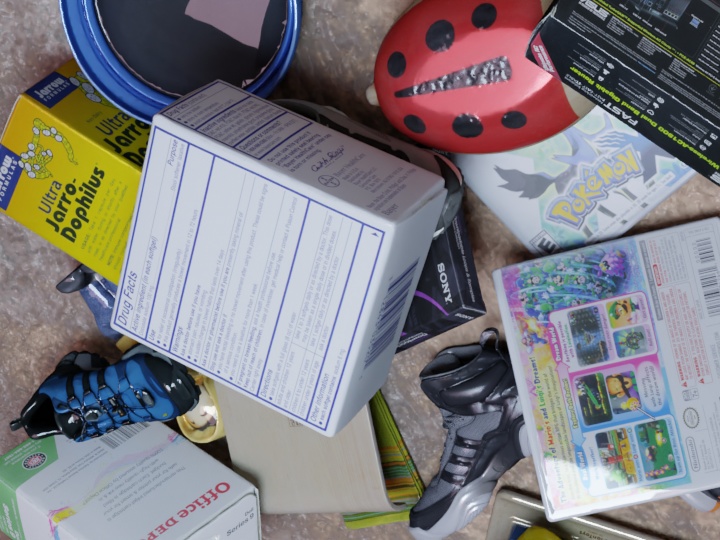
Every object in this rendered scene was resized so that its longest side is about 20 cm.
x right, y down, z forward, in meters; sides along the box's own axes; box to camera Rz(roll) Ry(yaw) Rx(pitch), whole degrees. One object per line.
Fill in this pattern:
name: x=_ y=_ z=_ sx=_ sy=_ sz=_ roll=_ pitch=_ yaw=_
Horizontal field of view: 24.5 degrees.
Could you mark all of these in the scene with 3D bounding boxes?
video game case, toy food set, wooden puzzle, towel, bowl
video game case: x=0.164 y=-0.114 z=1.268 sx=0.182 sy=0.022 sz=0.200 roll=46 pitch=121 yaw=-5
toy food set: x=-0.044 y=0.117 z=1.424 sx=0.143 sy=0.060 sz=0.202 roll=-5 pitch=104 yaw=27
wooden puzzle: x=0.186 y=0.302 z=1.447 sx=0.184 sy=0.046 sz=0.201 roll=16 pitch=119 yaw=11
towel: x=-0.013 y=0.137 z=1.454 sx=0.086 sy=0.018 sz=0.201 roll=-16 pitch=108 yaw=24
bowl: x=-0.140 y=-0.211 z=1.311 sx=0.199 sy=0.039 sz=0.202 roll=5 pitch=112 yaw=13
video game case: x=0.210 y=0.076 z=1.275 sx=0.181 sy=0.024 sz=0.202 roll=-13 pitch=86 yaw=10

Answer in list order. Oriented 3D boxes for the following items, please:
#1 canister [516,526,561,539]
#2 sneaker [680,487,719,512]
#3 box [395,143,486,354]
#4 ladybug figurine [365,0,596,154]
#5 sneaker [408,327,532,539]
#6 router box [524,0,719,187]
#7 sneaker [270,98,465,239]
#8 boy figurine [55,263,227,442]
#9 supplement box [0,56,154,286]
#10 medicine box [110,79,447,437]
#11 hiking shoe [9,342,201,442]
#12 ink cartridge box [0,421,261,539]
canister: x=0.131 y=0.331 z=1.407 sx=0.148 sy=0.087 sz=0.200 roll=41 pitch=116 yaw=1
sneaker: x=0.245 y=0.089 z=1.317 sx=0.200 sy=0.078 sz=0.112 roll=40 pitch=110 yaw=-3
box: x=0.000 y=0.000 z=1.315 sx=0.199 sy=0.036 sz=0.144 roll=-26 pitch=66 yaw=32
ladybug figurine: x=0.093 y=-0.149 z=1.216 sx=0.199 sy=0.072 sz=0.137 roll=-16 pitch=102 yaw=22
sneaker: x=0.082 y=0.134 z=1.389 sx=0.114 sy=0.076 sz=0.200 roll=41 pitch=115 yaw=-2
router box: x=0.233 y=-0.161 z=1.144 sx=0.199 sy=0.150 sz=0.062 roll=34 pitch=156 yaw=1
sneaker: x=-0.005 y=-0.078 z=1.262 sx=0.199 sy=0.079 sz=0.074 roll=27 pitch=95 yaw=38
boy figurine: x=-0.181 y=0.069 z=1.455 sx=0.124 sy=0.064 sz=0.201 roll=-32 pitch=99 yaw=26
supplement box: x=-0.191 y=-0.069 z=1.364 sx=0.199 sy=0.109 sz=0.110 roll=32 pitch=121 yaw=2
medicine box: x=-0.064 y=-0.012 z=1.212 sx=0.199 sy=0.103 sz=0.183 roll=25 pitch=120 yaw=15
hiking shoe: x=-0.211 y=0.115 z=1.399 sx=0.199 sy=0.087 sz=0.075 roll=-11 pitch=119 yaw=49
ink cartridge box: x=-0.203 y=0.208 z=1.435 sx=0.199 sy=0.145 sz=0.088 roll=27 pitch=135 yaw=35
